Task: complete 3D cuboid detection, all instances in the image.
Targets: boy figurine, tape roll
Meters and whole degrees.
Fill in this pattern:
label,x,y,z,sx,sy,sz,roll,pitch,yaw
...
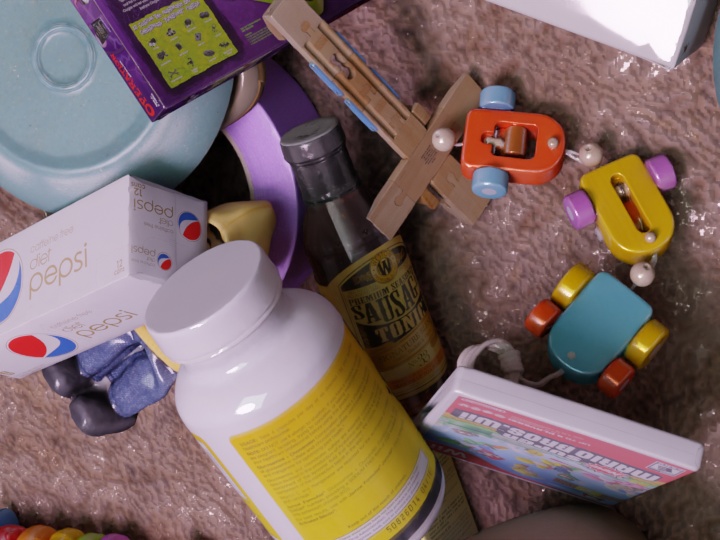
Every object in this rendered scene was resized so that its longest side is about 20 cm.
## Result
label,x,y,z,sx,sy,sz,roll,pitch,yaw
boy figurine,-0.120,0.030,1.057,0.200,0.064,0.125,-41,77,31
tape roll,-0.118,-0.057,1.103,0.199,0.066,0.202,8,109,24

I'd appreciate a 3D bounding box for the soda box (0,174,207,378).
label,x,y,z,sx,sy,sz,roll,pitch,yaw
soda box,-0.184,0.008,1.029,0.199,0.063,0.069,-23,61,40

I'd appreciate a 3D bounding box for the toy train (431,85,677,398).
label,x,y,z,sx,sy,sz,roll,pitch,yaw
toy train,0.117,-0.012,0.988,0.149,0.056,0.201,1,68,5

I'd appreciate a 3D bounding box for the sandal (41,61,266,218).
label,x,y,z,sx,sy,sz,roll,pitch,yaw
sandal,-0.145,-0.088,1.038,0.200,0.054,0.081,-34,90,29

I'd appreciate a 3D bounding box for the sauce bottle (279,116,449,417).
label,x,y,z,sx,sy,sz,roll,pitch,yaw
sauce bottle,0.000,0.000,1.041,0.066,0.066,0.201,-10,116,27

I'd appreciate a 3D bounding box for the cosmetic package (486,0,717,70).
label,x,y,z,sx,sy,sz,roll,pitch,yaw
cosmetic package,0.114,-0.204,0.938,0.199,0.085,0.108,24,115,16

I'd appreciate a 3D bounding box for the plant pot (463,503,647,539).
label,x,y,z,sx,sy,sz,roll,pitch,yaw
plant pot,0.117,0.227,1.001,0.186,0.200,0.189,7,108,23

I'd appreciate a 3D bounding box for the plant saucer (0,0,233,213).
label,x,y,z,sx,sy,sz,roll,pitch,yaw
plant saucer,-0.177,-0.132,1.001,0.199,0.036,0.202,1,95,13

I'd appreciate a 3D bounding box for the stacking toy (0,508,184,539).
label,x,y,z,sx,sy,sz,roll,pitch,yaw
stacking toy,-0.201,0.237,1.221,0.199,0.110,0.117,-9,99,16

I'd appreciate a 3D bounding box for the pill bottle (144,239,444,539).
label,x,y,z,sx,sy,sz,roll,pitch,yaw
pill bottle,-0.040,0.083,0.963,0.111,0.112,0.200,-17,121,28

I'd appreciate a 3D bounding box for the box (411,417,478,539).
label,x,y,z,sx,sy,sz,roll,pitch,yaw
box,0.047,0.194,1.098,0.050,0.075,0.201,-17,99,30

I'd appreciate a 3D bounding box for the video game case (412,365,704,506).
label,x,y,z,sx,sy,sz,roll,pitch,yaw
video game case,0.108,0.103,0.968,0.142,0.200,0.018,18,75,-1

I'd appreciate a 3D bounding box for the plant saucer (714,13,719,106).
label,x,y,z,sx,sy,sz,roll,pitch,yaw
plant saucer,0.294,-0.115,0.881,0.199,0.036,0.201,3,108,10

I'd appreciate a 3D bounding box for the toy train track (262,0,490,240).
label,x,y,z,sx,sy,sz,roll,pitch,yaw
toy train track,0.008,-0.099,1.000,0.200,0.115,0.032,44,163,-32

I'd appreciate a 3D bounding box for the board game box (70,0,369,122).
label,x,y,z,sx,sy,sz,roll,pitch,yaw
board game box,-0.078,-0.184,0.977,0.120,0.200,0.032,58,149,-3
